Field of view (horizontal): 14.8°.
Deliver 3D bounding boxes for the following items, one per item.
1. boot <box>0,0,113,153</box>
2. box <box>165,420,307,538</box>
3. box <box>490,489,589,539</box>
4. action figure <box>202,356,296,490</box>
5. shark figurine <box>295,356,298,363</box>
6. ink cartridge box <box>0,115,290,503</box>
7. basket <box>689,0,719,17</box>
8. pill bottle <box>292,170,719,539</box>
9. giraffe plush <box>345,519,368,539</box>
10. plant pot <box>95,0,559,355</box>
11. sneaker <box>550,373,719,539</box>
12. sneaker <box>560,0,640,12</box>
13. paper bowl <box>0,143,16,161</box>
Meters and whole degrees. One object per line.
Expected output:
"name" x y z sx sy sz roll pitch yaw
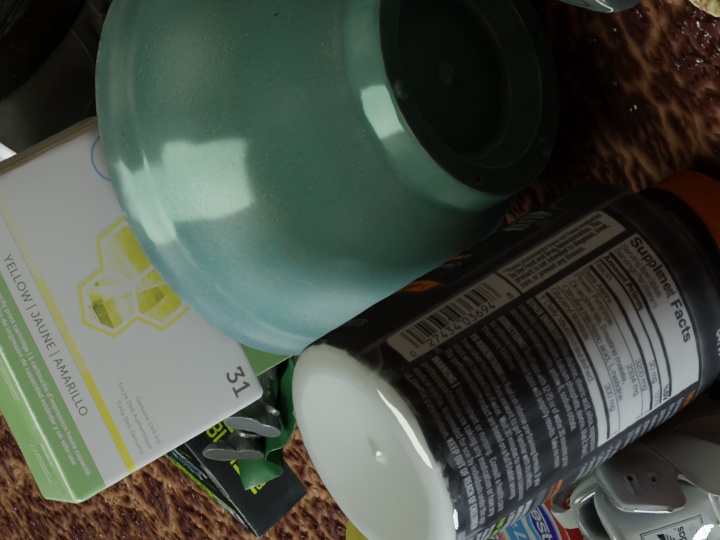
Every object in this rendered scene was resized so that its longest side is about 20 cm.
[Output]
"boot" -0.096 -0.112 1.298 0.132 0.200 0.070 47 163 -26
"box" -0.137 0.041 1.568 0.200 0.048 0.193 36 168 43
"box" 0.106 0.092 1.282 0.095 0.100 0.200 -7 110 63
"action figure" -0.054 -0.001 1.442 0.118 0.055 0.200 127 149 -56
"shark figurine" 0.004 0.044 1.440 0.214 0.089 0.128 19 132 52
"ink cartridge box" -0.083 -0.006 1.239 0.048 0.200 0.146 -7 110 63
"basket" 0.077 -0.168 0.963 0.200 0.143 0.149 40 124 36
"pill bottle" 0.078 0.032 1.151 0.106 0.200 0.106 41 147 33
"giraffe plush" 0.031 0.202 1.412 0.172 0.162 0.200 31 155 13
"plant pot" 0.002 -0.073 1.223 0.134 0.200 0.200 -17 103 41
"sneaker" 0.173 0.107 1.156 0.200 0.115 0.075 27 140 49
"sneaker" 0.060 -0.165 1.147 0.200 0.080 0.086 51 166 37
"paper bowl" -0.194 -0.115 1.374 0.201 0.104 0.201 38 -168 -9
